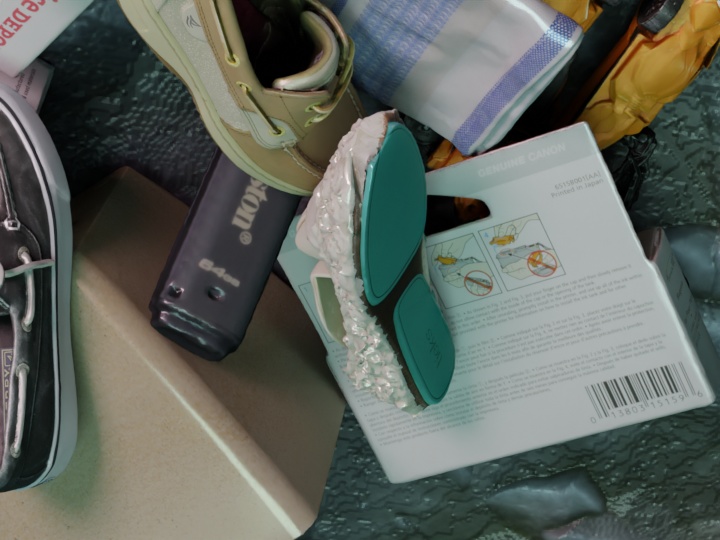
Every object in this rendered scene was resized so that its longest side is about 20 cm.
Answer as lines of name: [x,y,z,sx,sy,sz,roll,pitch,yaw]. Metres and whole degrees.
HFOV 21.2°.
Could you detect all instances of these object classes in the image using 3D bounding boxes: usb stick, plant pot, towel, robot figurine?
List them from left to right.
plant pot: [-0.140,0.065,1.050,0.199,0.200,0.178,-29,108,18]
usb stick: [-0.050,-0.052,0.980,0.055,0.201,0.033,32,159,-28]
towel: [-0.001,-0.129,0.916,0.199,0.024,0.147,30,157,-6]
robot figurine: [0.109,-0.105,1.007,0.144,0.058,0.200,30,118,-17]

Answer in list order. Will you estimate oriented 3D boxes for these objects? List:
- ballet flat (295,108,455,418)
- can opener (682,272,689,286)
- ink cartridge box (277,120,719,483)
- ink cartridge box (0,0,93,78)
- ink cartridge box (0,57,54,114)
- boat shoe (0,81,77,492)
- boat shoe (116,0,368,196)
ballet flat: [0.000,0.000,0.958,0.071,0.072,0.201,-7,136,5]
can opener: [0.091,0.045,1.100,0.199,0.064,0.079,-32,118,19]
ink cartridge box: [0.070,0.015,1.031,0.199,0.044,0.175,-17,112,26]
ink cartridge box: [-0.204,-0.197,0.900,0.199,0.086,0.147,34,151,-18]
ink cartridge box: [-0.284,-0.084,1.008,0.199,0.088,0.146,30,118,-15]
boat shoe: [-0.183,0.007,0.924,0.073,0.068,0.201,-2,90,20]
boat shoe: [-0.040,-0.097,0.902,0.066,0.075,0.200,4,155,33]
